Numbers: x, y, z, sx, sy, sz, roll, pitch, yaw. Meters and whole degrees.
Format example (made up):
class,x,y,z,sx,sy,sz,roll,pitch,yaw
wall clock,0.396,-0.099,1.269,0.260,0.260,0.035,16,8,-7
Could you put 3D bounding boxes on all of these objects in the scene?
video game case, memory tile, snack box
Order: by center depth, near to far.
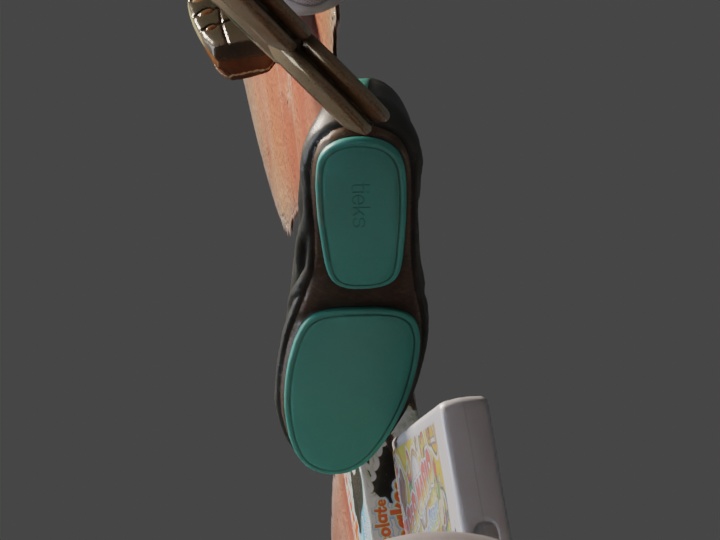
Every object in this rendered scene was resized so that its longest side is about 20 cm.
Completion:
class,x,y,z,sx,sy,sz,roll,pitch,yaw
memory tile,-0.076,-0.129,0.698,0.153,0.017,0.200,43,-177,-45
video game case,0.045,0.152,0.825,0.200,0.023,0.183,114,147,-80
snack box,0.012,0.105,1.015,0.116,0.037,0.201,109,152,-79

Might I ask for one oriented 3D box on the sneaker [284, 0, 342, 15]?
class,x,y,z,sx,sy,sz,roll,pitch,yaw
sneaker,-0.019,-0.140,0.756,0.200,0.075,0.115,95,167,-59

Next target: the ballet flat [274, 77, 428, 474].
class,x,y,z,sx,sy,sz,roll,pitch,yaw
ballet flat,0.000,0.000,0.885,0.068,0.068,0.200,-90,7,-53

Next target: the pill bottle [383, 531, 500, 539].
class,x,y,z,sx,sy,sz,roll,pitch,yaw
pill bottle,0.033,0.161,0.499,0.200,0.112,0.113,-112,14,-66

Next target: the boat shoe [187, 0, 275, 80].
class,x,y,z,sx,sy,sz,roll,pitch,yaw
boat shoe,-0.071,-0.177,1.303,0.200,0.075,0.074,-92,-7,-55
